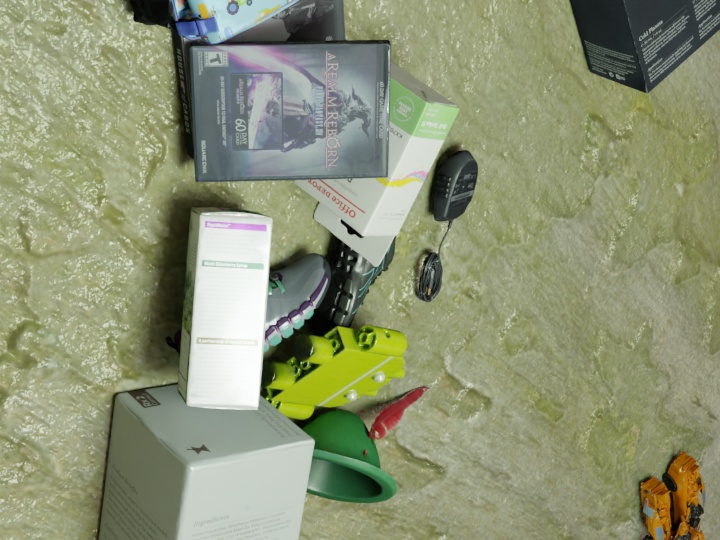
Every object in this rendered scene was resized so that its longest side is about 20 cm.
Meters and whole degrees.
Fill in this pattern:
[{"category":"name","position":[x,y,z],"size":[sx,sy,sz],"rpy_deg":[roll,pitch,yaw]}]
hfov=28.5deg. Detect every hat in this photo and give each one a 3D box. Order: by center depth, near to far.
[{"category":"hat","position":[-0.017,0.173,1.708],"size":[0.200,0.164,0.178],"rpy_deg":[78,24,-64]}]

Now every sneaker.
[{"category":"sneaker","position":[-0.119,0.040,1.549],"size":[0.200,0.074,0.088],"rpy_deg":[-45,128,-12]},{"category":"sneaker","position":[0.000,0.000,1.626],"size":[0.079,0.075,0.202],"rpy_deg":[8,106,-44]}]

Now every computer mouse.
[{"category":"computer mouse","position":[0.097,-0.054,1.716],"size":[0.058,0.034,0.202],"rpy_deg":[-16,127,-53]}]

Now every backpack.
[{"category":"backpack","position":[-0.139,-0.334,1.301],"size":[0.182,0.134,0.202],"rpy_deg":[-30,125,-26]}]

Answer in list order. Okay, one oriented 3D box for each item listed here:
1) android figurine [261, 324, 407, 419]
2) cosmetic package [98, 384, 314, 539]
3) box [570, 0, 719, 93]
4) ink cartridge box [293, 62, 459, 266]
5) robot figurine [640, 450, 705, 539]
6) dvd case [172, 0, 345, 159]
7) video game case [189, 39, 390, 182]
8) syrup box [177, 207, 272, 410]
[{"category":"android figurine","position":[-0.027,0.116,1.634],"size":[0.181,0.041,0.199],"rpy_deg":[-35,151,25]},{"category":"cosmetic package","position":[-0.172,0.247,1.542],"size":[0.164,0.164,0.202],"rpy_deg":[-6,116,-38]},{"category":"box","position":[0.361,-0.357,1.729],"size":[0.200,0.104,0.183],"rpy_deg":[-40,132,-18]},{"category":"ink cartridge box","position":[0.007,-0.116,1.520],"size":[0.067,0.117,0.201],"rpy_deg":[-2,123,-54]},{"category":"robot figurine","position":[0.500,0.394,2.256],"size":[0.144,0.058,0.201],"rpy_deg":[-32,128,-23]},{"category":"dvd case","position":[-0.099,-0.213,1.469],"size":[0.199,0.025,0.152],"rpy_deg":[-22,124,-30]},{"category":"video game case","position":[-0.070,-0.159,1.420],"size":[0.198,0.019,0.144],"rpy_deg":[-1,116,-4]},{"category":"syrup box","position":[-0.142,0.037,1.475],"size":[0.081,0.079,0.202],"rpy_deg":[4,95,-15]}]
